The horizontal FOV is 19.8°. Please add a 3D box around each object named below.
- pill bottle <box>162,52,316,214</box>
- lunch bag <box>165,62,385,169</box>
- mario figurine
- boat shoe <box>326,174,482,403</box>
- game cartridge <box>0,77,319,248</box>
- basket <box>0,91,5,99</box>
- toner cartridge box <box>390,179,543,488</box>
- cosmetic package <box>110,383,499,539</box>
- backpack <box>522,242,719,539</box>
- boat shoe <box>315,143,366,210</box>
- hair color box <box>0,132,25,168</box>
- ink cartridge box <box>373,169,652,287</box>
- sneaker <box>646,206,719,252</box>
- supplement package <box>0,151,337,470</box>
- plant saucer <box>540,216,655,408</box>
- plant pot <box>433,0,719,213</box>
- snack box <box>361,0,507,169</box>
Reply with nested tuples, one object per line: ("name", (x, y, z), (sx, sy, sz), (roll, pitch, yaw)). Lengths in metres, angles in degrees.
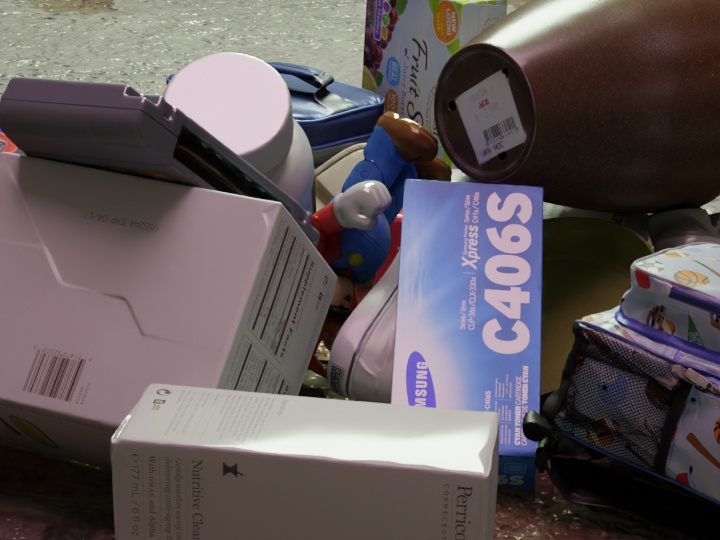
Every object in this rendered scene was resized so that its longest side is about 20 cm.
("pill bottle", (-0.088, -0.057, 1.458), (0.113, 0.201, 0.115), (-1, 57, 1))
("lunch bag", (-0.071, -0.108, 1.743), (0.199, 0.134, 0.135), (18, 25, 39))
("mario figurine", (0.000, 0.000, 1.414), (0.123, 0.201, 0.106), (40, -10, -30))
("boat shoe", (0.052, 0.015, 1.394), (0.065, 0.072, 0.200), (19, 47, 24))
("game cartridge", (-0.128, -0.060, 1.284), (0.132, 0.042, 0.200), (2, -21, 34))
("basket", (-0.238, -0.069, 1.561), (0.198, 0.141, 0.176), (-9, -4, -6))
("toner cartridge box", (0.068, 0.037, 1.313), (0.094, 0.043, 0.202), (2, 57, 2))
("cosmetic package", (-0.027, 0.132, 1.105), (0.198, 0.114, 0.081), (3, 21, 9))
("backpack", (0.230, 0.074, 1.246), (0.190, 0.155, 0.199), (31, 27, 24))
("boat shoe", (-0.055, -0.023, 1.597), (0.199, 0.069, 0.075), (-26, 61, -18))
("hair color box", (-0.283, 0.009, 1.296), (0.061, 0.102, 0.200), (25, 59, 24))
("ink cartridge box", (0.120, -0.015, 1.571), (0.198, 0.085, 0.145), (6, 19, 11))
("sneaker", (0.277, 0.016, 1.547), (0.074, 0.089, 0.199), (-15, -18, 38))
("supplement package", (-0.140, 0.035, 1.255), (0.198, 0.157, 0.111), (11, -20, 24))
("plant saucer", (0.113, 0.036, 1.415), (0.198, 0.031, 0.201), (-17, 34, 11))
("plant pot", (0.151, -0.120, 1.446), (0.186, 0.189, 0.199), (20, 22, 41))
("snack box", (0.058, -0.142, 1.752), (0.053, 0.202, 0.142), (-10, 22, -34))
